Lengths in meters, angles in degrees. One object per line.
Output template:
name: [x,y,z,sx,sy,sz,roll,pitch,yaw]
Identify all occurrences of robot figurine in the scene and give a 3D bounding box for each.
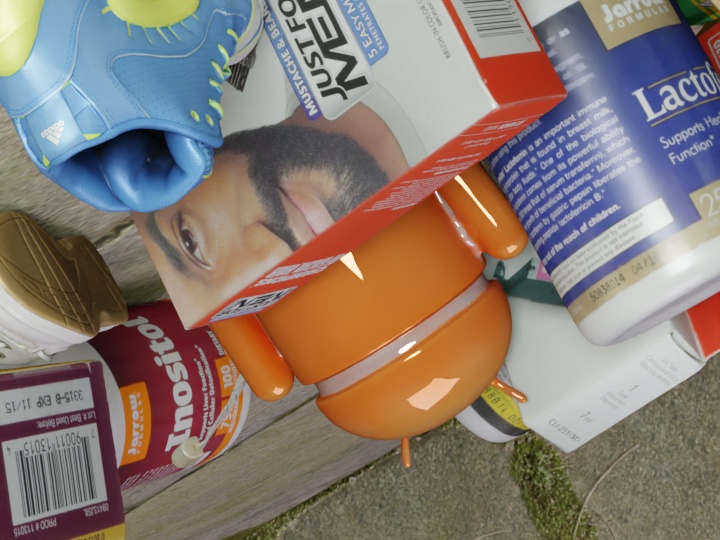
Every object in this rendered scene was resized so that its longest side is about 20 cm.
robot figurine: [-0.001,0.001,1.036,0.143,0.201,0.117,-35,-176,-18]

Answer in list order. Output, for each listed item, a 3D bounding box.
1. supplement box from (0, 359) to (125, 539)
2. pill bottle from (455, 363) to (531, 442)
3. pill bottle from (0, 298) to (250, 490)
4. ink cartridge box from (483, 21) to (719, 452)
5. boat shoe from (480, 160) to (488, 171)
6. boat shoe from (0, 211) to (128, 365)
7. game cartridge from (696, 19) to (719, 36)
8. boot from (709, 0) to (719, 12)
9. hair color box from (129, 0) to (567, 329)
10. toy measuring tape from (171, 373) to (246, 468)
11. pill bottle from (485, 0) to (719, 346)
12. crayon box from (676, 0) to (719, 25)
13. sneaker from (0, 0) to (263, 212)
supplement box: [-0.243,0.112,1.075,0.199,0.104,0.131,-10,178,22]
pill bottle: [0.133,0.007,1.170,0.199,0.112,0.111,-32,170,24]
pill bottle: [-0.168,0.086,1.292,0.113,0.114,0.199,-34,169,32]
ink cartridge box: [0.141,-0.030,1.073,0.173,0.201,0.043,-35,134,22]
boat shoe: [0.038,-0.070,1.118,0.200,0.067,0.074,-42,148,27]
boat shoe: [-0.175,0.019,1.053,0.069,0.071,0.200,-29,172,4]
game cartridge: [0.252,-0.092,1.213,0.032,0.176,0.200,28,104,-42]
boot: [0.176,-0.147,0.854,0.143,0.201,0.071,-3,124,-50]
hair color box: [-0.020,-0.070,0.902,0.200,0.111,0.064,-36,167,36]
toy measuring tape: [-0.079,0.025,1.248,0.201,0.073,0.074,-57,-172,-33]
pill bottle: [0.110,-0.076,0.964,0.115,0.201,0.116,-28,171,-5]
crayon box: [0.238,-0.203,1.076,0.172,0.059,0.200,-18,167,-45]
sneaker: [-0.082,-0.066,0.761,0.075,0.106,0.200,-32,169,25]
